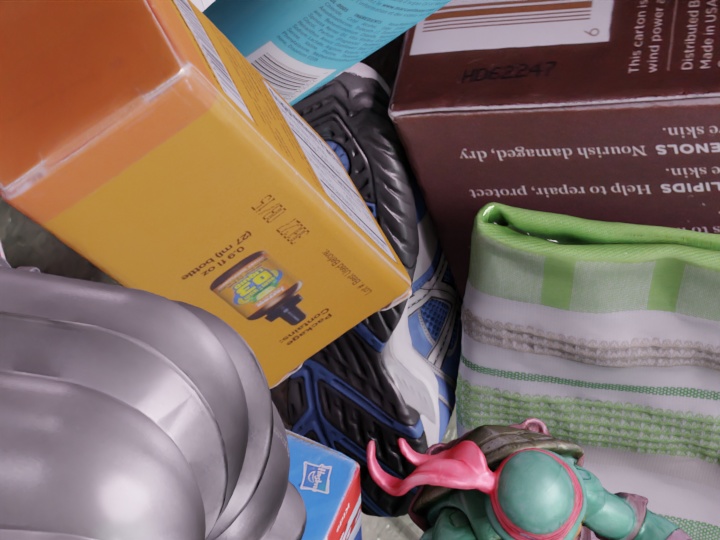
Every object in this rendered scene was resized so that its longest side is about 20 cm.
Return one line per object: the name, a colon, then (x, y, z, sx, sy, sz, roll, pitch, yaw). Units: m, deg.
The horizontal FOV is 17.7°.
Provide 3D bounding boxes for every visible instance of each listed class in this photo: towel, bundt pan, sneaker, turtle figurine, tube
towel: (0.109, 0.049, 0.889, 0.201, 0.148, 0.031, 88, 10, -56)
bundt pan: (-0.062, 0.095, 0.578, 0.202, 0.075, 0.204, -1, 90, -78)
sneaker: (0.000, 0.000, 0.907, 0.077, 0.075, 0.201, -59, 152, -47)
turtle figurine: (0.058, 0.104, 0.836, 0.200, 0.148, 0.102, 106, -20, -79)
tube: (0.013, -0.103, 0.750, 0.077, 0.199, 0.051, -11, 79, -44)

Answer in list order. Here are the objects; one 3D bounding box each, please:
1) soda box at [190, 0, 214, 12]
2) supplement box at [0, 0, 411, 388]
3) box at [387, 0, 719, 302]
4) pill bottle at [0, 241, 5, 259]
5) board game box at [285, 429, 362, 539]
soda box: (-0.032, -0.162, 0.762, 0.200, 0.068, 0.064, -46, 141, -31)
supplement box: (-0.052, -0.029, 0.720, 0.066, 0.069, 0.200, -33, 152, 6)
box: (0.123, -0.062, 0.903, 0.201, 0.163, 0.167, 65, 29, -49)
pill bottle: (-0.142, 0.056, 0.658, 0.112, 0.112, 0.202, -35, 123, -40)
board game box: (-0.060, 0.183, 0.834, 0.196, 0.055, 0.201, 87, 24, -62)
